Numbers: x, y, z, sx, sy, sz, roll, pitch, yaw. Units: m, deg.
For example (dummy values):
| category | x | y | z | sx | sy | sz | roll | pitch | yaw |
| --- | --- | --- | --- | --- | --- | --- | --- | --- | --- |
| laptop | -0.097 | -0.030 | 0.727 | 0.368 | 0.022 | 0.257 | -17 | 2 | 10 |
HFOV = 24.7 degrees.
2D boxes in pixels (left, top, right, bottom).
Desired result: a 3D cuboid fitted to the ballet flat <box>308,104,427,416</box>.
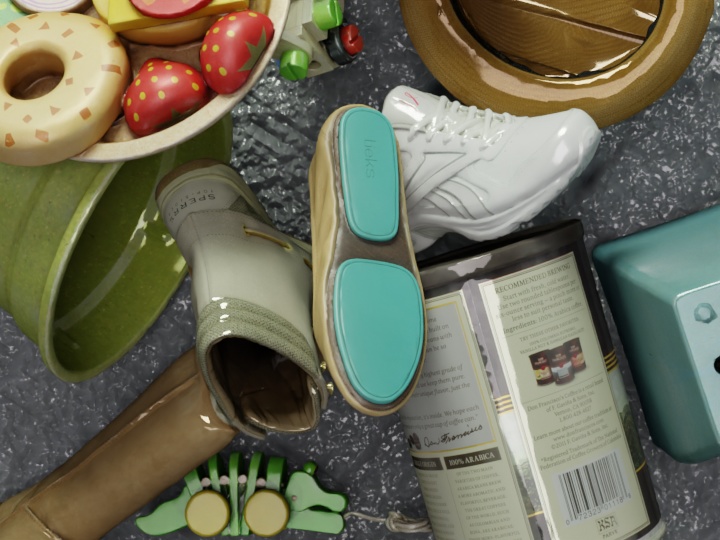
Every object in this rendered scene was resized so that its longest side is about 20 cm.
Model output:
| category | x | y | z | sx | sy | sz | roll | pitch | yaw |
| --- | --- | --- | --- | --- | --- | --- | --- | --- | --- |
| ballet flat | 0.000 | 0.000 | 0.960 | 0.068 | 0.063 | 0.202 | 12 | 59 | -22 |

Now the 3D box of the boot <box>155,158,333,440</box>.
| category | x | y | z | sx | sy | sz | roll | pitch | yaw |
| --- | --- | --- | --- | --- | --- | --- | --- | --- | --- |
| boot | -0.047 | 0.042 | 0.997 | 0.072 | 0.155 | 0.200 | -31 | 135 | 12 |

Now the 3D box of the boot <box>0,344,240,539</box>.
| category | x | y | z | sx | sy | sz | roll | pitch | yaw |
| --- | --- | --- | --- | --- | --- | --- | --- | --- | --- |
| boot | -0.161 | 0.150 | 1.049 | 0.199 | 0.176 | 0.066 | -37 | 123 | 9 |

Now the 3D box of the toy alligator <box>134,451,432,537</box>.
| category | x | y | z | sx | sy | sz | roll | pitch | yaw |
| --- | --- | --- | --- | --- | --- | --- | --- | --- | --- |
| toy alligator | -0.051 | 0.147 | 1.089 | 0.197 | 0.059 | 0.055 | -1 | 86 | 5 |

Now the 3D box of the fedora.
| category | x | y | z | sx | sy | sz | roll | pitch | yaw |
| --- | --- | --- | --- | --- | --- | --- | --- | --- | --- |
| fedora | 0.124 | -0.180 | 1.042 | 0.198 | 0.082 | 0.203 | 0 | 91 | 12 |

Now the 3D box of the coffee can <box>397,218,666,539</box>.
| category | x | y | z | sx | sy | sz | roll | pitch | yaw |
| --- | --- | --- | --- | --- | --- | --- | --- | --- | --- |
| coffee can | 0.095 | 0.085 | 1.029 | 0.145 | 0.146 | 0.202 | -16 | 93 | 6 |

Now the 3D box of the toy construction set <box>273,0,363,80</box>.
| category | x | y | z | sx | sy | sz | roll | pitch | yaw |
| --- | --- | --- | --- | --- | --- | --- | --- | --- | --- |
| toy construction set | -0.055 | -0.194 | 1.024 | 0.091 | 0.131 | 0.202 | 2 | 65 | 34 |

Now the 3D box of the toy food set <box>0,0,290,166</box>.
| category | x | y | z | sx | sy | sz | roll | pitch | yaw |
| --- | --- | --- | --- | --- | --- | --- | --- | --- | --- |
| toy food set | -0.135 | -0.153 | 0.937 | 0.198 | 0.049 | 0.200 | -9 | 63 | 13 |

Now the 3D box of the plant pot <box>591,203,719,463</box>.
| category | x | y | z | sx | sy | sz | roll | pitch | yaw |
| --- | --- | --- | --- | --- | --- | --- | --- | --- | --- |
| plant pot | 0.233 | 0.036 | 0.988 | 0.140 | 0.200 | 0.143 | -19 | 92 | 5 |

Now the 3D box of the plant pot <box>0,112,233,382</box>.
| category | x | y | z | sx | sy | sz | roll | pitch | yaw |
| --- | --- | --- | --- | --- | --- | --- | --- | --- | --- |
| plant pot | -0.209 | -0.062 | 1.037 | 0.183 | 0.200 | 0.202 | 29 | 96 | 14 |

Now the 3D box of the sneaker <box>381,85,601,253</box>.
| category | x | y | z | sx | sy | sz | roll | pitch | yaw |
| --- | --- | --- | --- | --- | --- | --- | --- | --- | --- |
| sneaker | 0.056 | -0.071 | 1.004 | 0.199 | 0.078 | 0.100 | -17 | 112 | 45 |
